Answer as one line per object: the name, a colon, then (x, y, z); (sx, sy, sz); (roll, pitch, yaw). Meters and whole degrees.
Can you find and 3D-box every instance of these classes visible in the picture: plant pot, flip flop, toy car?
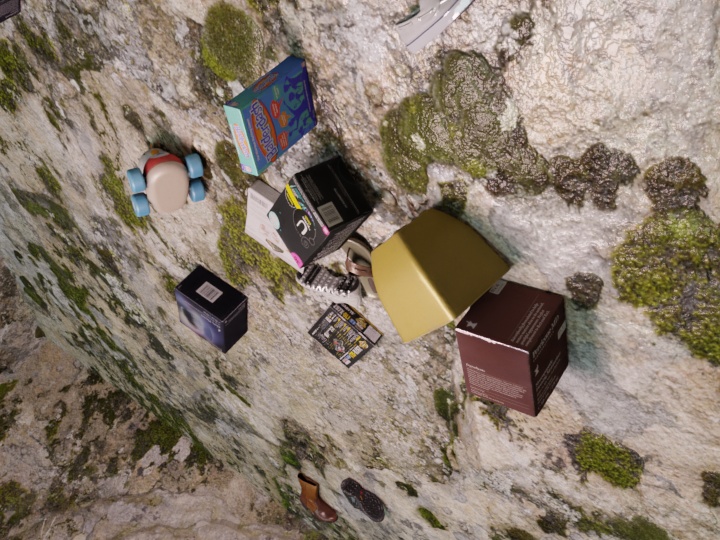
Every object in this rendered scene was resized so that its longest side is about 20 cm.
plant pot: (0.138, -0.005, 1.469); (0.200, 0.194, 0.195); (54, 146, -1)
flip flop: (0.000, 0.000, 1.724); (0.081, 0.058, 0.200); (5, 131, 43)
toy car: (-0.531, -0.271, 1.910); (0.200, 0.184, 0.177); (59, 156, 30)

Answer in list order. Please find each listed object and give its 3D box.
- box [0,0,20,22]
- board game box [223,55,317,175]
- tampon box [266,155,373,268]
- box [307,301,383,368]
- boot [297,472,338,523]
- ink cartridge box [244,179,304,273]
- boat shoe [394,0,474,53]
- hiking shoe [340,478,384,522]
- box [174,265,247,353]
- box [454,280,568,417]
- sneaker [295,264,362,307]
box: (-0.966, -0.757, 1.828); (0.200, 0.104, 0.182); (44, 148, -1)
board game box: (-0.171, -0.305, 1.430); (0.045, 0.200, 0.152); (21, 142, 29)
tampon box: (-0.093, -0.124, 1.587); (0.150, 0.126, 0.200); (58, 148, 8)
box: (-0.046, 0.171, 1.973); (0.160, 0.049, 0.200); (40, 146, 0)
boot: (-0.172, 0.921, 2.952); (0.188, 0.068, 0.200); (30, 138, 31)
ink cartridge box: (-0.197, -0.108, 1.817); (0.200, 0.045, 0.176); (35, 145, 12)
boat shoe: (0.119, -0.410, 1.130); (0.065, 0.074, 0.200); (45, 146, -12)
hiking shoe: (0.011, 0.845, 2.661); (0.200, 0.076, 0.101); (41, 156, 19)
box: (-0.468, 0.127, 2.291); (0.200, 0.123, 0.199); (32, 147, 16)
box: (0.312, 0.156, 1.481); (0.164, 0.166, 0.200); (17, 140, 34)
sneaker: (-0.081, 0.044, 1.851); (0.200, 0.075, 0.081); (19, 149, 32)
